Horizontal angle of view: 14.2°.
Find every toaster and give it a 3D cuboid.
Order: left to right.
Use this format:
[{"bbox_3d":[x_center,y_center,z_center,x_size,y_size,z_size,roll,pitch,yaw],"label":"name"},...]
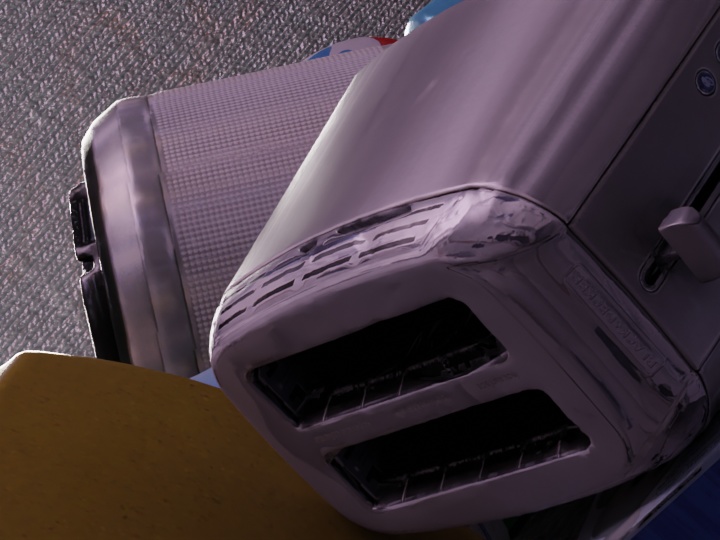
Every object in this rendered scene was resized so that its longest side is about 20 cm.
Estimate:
[{"bbox_3d":[0.042,-0.005,0.830,0.200,0.114,0.129,-19,29,48],"label":"toaster"}]

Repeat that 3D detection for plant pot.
[{"bbox_3d":[-0.077,0.142,0.850,0.196,0.200,0.194,-45,6,27],"label":"plant pot"}]

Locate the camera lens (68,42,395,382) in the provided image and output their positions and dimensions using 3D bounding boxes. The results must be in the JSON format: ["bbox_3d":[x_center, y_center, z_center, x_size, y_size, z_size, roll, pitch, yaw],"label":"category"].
[{"bbox_3d":[0.000,0.000,1.061,0.199,0.161,0.160,-12,5,-2],"label":"camera lens"}]

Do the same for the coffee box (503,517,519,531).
[{"bbox_3d":[0.013,0.116,1.159,0.200,0.044,0.123,-51,5,-20],"label":"coffee box"}]

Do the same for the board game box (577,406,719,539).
[{"bbox_3d":[0.152,0.001,0.827,0.200,0.043,0.199,-46,6,30],"label":"board game box"}]

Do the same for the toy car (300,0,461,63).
[{"bbox_3d":[0.041,-0.051,1.288,0.184,0.177,0.200,-39,-9,-22],"label":"toy car"}]

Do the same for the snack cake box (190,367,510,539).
[{"bbox_3d":[-0.057,0.106,0.982,0.199,0.115,0.067,-25,31,10],"label":"snack cake box"}]
